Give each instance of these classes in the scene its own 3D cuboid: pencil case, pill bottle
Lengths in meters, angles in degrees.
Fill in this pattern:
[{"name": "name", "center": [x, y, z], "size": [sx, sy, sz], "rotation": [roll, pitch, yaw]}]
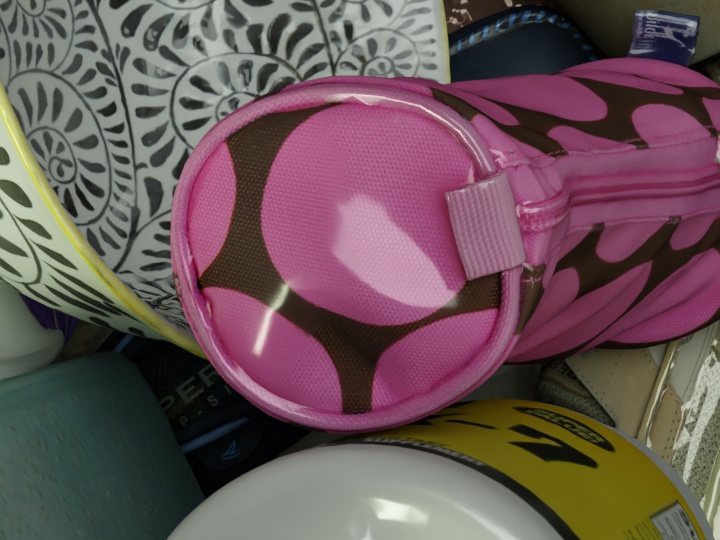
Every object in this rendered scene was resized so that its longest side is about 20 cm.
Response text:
[{"name": "pencil case", "center": [0.038, -0.013, 0.719], "size": [0.093, 0.200, 0.091], "rotation": [1, 98, 25]}, {"name": "pill bottle", "center": [0.025, 0.090, 0.718], "size": [0.114, 0.200, 0.115], "rotation": [1, 92, 15]}]

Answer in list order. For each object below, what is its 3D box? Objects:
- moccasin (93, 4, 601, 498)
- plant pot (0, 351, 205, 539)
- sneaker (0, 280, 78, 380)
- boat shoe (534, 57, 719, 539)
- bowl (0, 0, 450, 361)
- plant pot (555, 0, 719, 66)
[{"name": "moccasin", "center": [0.000, 0.000, 0.842], "size": [0.080, 0.068, 0.200], "rotation": [42, 76, 4]}, {"name": "plant pot", "center": [-0.121, 0.145, 0.700], "size": [0.195, 0.200, 0.197], "rotation": [-29, 82, 9]}, {"name": "sneaker", "center": [-0.163, -0.021, 0.829], "size": [0.200, 0.083, 0.081], "rotation": [34, 109, 19]}, {"name": "boat shoe", "center": [0.083, 0.031, 0.845], "size": [0.065, 0.072, 0.201], "rotation": [10, 82, -4]}, {"name": "bowl", "center": [-0.069, -0.065, 0.759], "size": [0.094, 0.200, 0.202], "rotation": [-14, 75, 34]}, {"name": "plant pot", "center": [0.081, -0.162, 0.844], "size": [0.187, 0.187, 0.201], "rotation": [-25, 92, -11]}]
